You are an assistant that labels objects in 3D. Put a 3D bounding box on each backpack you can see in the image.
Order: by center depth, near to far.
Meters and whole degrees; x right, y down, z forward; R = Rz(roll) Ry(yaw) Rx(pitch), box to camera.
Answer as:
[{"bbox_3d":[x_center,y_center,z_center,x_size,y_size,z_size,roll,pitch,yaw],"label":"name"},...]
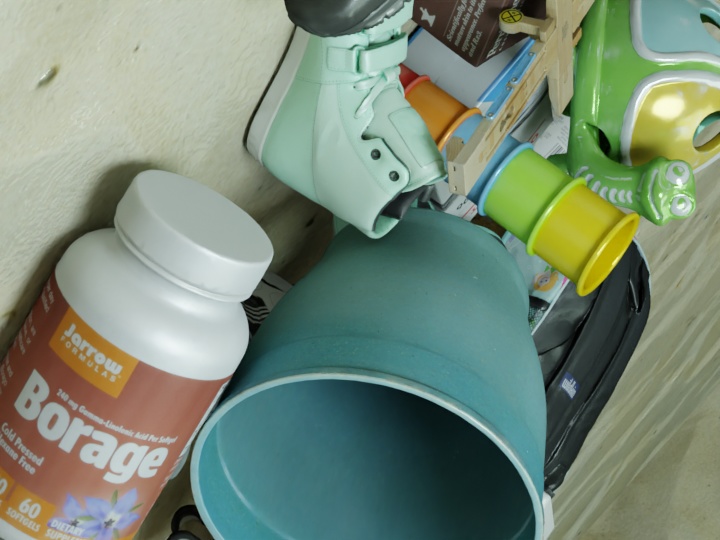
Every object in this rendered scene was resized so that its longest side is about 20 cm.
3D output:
[{"bbox_3d":[0.127,0.047,1.458,0.200,0.150,0.178,-54,148,-9],"label":"backpack"}]

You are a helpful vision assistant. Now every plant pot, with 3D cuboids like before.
[{"bbox_3d":[0.020,0.071,1.143,0.188,0.199,0.200,-73,-176,-48],"label":"plant pot"}]

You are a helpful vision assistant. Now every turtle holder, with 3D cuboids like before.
[{"bbox_3d":[0.191,-0.121,1.301,0.186,0.131,0.142,-59,152,-69],"label":"turtle holder"}]

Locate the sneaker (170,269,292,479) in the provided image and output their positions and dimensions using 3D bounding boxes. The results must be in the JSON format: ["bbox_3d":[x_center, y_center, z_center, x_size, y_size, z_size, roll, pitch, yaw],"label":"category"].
[{"bbox_3d":[-0.100,0.062,1.224,0.115,0.075,0.200,-57,157,19],"label":"sneaker"}]

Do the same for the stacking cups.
[{"bbox_3d":[0.072,-0.063,1.186,0.061,0.200,0.061,-47,160,-23],"label":"stacking cups"}]

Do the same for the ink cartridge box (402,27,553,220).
[{"bbox_3d":[0.070,-0.100,1.329,0.116,0.068,0.200,-49,163,-7],"label":"ink cartridge box"}]

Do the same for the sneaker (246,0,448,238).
[{"bbox_3d":[0.020,-0.113,1.094,0.074,0.118,0.201,-27,150,-49],"label":"sneaker"}]

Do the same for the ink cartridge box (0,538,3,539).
[{"bbox_3d":[-0.245,0.239,1.183,0.147,0.086,0.200,-57,161,14],"label":"ink cartridge box"}]

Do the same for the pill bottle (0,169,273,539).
[{"bbox_3d":[-0.131,0.051,1.053,0.200,0.112,0.112,-58,161,19],"label":"pill bottle"}]

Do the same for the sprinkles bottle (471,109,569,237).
[{"bbox_3d":[0.162,-0.105,1.550,0.200,0.068,0.068,-45,162,-17],"label":"sprinkles bottle"}]

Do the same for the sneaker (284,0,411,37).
[{"bbox_3d":[0.016,-0.213,0.989,0.201,0.076,0.091,-59,153,1],"label":"sneaker"}]

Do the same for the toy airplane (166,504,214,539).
[{"bbox_3d":[-0.033,0.210,1.450,0.199,0.142,0.200,-18,-166,48],"label":"toy airplane"}]

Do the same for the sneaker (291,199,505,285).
[{"bbox_3d":[0.000,0.000,1.310,0.200,0.139,0.078,27,59,-55],"label":"sneaker"}]

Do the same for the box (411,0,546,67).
[{"bbox_3d":[0.118,-0.215,1.217,0.200,0.075,0.100,-33,155,-42],"label":"box"}]

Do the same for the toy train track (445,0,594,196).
[{"bbox_3d":[0.088,-0.118,1.130,0.200,0.032,0.115,-56,152,-38],"label":"toy train track"}]

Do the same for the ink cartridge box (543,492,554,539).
[{"bbox_3d":[0.056,0.235,1.411,0.200,0.084,0.146,-56,166,-10],"label":"ink cartridge box"}]
